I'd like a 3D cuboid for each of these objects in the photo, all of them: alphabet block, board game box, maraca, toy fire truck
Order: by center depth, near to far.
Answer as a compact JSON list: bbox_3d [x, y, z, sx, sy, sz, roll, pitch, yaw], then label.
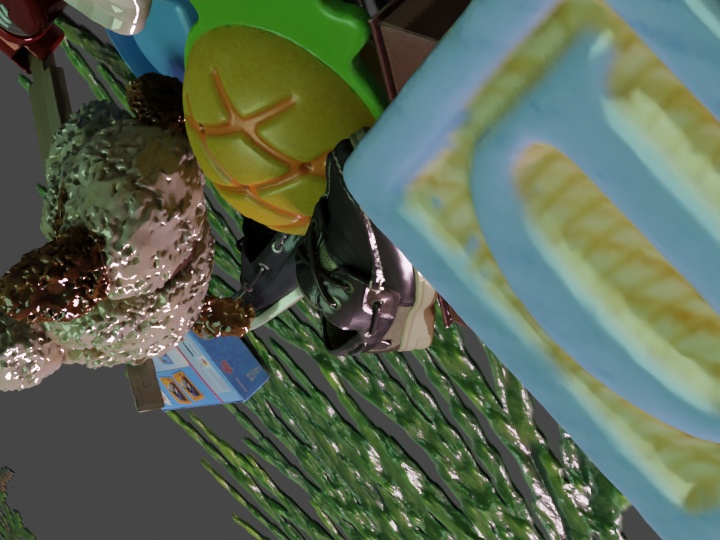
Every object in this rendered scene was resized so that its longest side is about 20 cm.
[{"bbox_3d":[0.145,-0.052,0.445,0.196,0.200,0.196,48,154,-1],"label":"alphabet block"},{"bbox_3d":[-0.037,-0.093,0.769,0.136,0.107,0.200,19,148,20],"label":"maraca"},{"bbox_3d":[-0.225,-0.165,0.972,0.200,0.129,0.176,42,156,-17],"label":"toy fire truck"},{"bbox_3d":[-0.172,0.051,1.272,0.152,0.037,0.200,53,153,-11],"label":"board game box"}]

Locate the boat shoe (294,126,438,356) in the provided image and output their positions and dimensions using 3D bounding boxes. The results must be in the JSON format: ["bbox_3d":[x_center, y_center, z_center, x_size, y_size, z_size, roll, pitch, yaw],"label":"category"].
[{"bbox_3d":[0.000,0.000,0.748,0.200,0.065,0.073,77,168,-62],"label":"boat shoe"}]

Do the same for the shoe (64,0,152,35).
[{"bbox_3d":[-0.186,-0.186,0.803,0.199,0.070,0.054,31,141,28],"label":"shoe"}]

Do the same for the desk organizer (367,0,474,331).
[{"bbox_3d":[0.073,-0.050,0.709,0.077,0.072,0.201,24,146,35],"label":"desk organizer"}]

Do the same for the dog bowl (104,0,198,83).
[{"bbox_3d":[-0.112,-0.177,0.840,0.111,0.050,0.201,24,145,40],"label":"dog bowl"}]

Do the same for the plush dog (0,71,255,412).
[{"bbox_3d":[-0.137,-0.018,0.865,0.160,0.201,0.172,22,157,3],"label":"plush dog"}]

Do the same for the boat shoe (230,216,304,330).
[{"bbox_3d":[-0.044,-0.017,0.935,0.066,0.074,0.199,51,154,-4],"label":"boat shoe"}]
